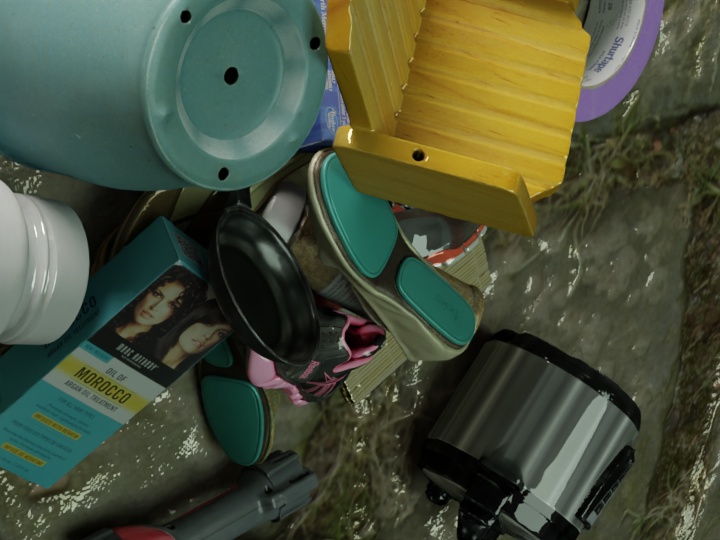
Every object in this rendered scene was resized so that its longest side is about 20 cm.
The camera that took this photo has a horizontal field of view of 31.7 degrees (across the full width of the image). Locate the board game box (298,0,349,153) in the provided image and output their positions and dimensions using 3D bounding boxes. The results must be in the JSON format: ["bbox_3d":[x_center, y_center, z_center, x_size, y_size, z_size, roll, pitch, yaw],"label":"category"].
[{"bbox_3d":[0.024,-0.184,0.947,0.199,0.043,0.201,-1,84,-45],"label":"board game box"}]

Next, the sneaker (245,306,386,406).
[{"bbox_3d":[-0.022,0.062,0.994,0.200,0.095,0.079,25,58,-76],"label":"sneaker"}]

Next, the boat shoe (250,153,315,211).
[{"bbox_3d":[-0.071,-0.106,0.937,0.200,0.073,0.063,-50,135,-15],"label":"boat shoe"}]

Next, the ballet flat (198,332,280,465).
[{"bbox_3d":[-0.096,0.065,0.998,0.071,0.071,0.201,-36,130,-29],"label":"ballet flat"}]

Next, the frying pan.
[{"bbox_3d":[-0.081,-0.021,0.838,0.191,0.031,0.115,64,21,2],"label":"frying pan"}]

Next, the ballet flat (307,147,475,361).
[{"bbox_3d":[0.008,-0.004,0.922,0.070,0.069,0.200,-49,119,-19],"label":"ballet flat"}]

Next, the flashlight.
[{"bbox_3d":[-0.132,0.205,1.015,0.200,0.068,0.068,-25,152,-38],"label":"flashlight"}]

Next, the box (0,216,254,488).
[{"bbox_3d":[-0.174,0.059,0.860,0.200,0.049,0.082,-40,135,11],"label":"box"}]

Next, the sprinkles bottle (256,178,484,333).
[{"bbox_3d":[0.000,0.000,0.995,0.200,0.068,0.068,29,86,-19],"label":"sprinkles bottle"}]

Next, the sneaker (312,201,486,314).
[{"bbox_3d":[0.035,-0.040,1.075,0.200,0.077,0.082,-35,123,-31],"label":"sneaker"}]

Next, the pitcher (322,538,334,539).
[{"bbox_3d":[-0.075,0.292,1.089,0.172,0.121,0.200,-68,151,-23],"label":"pitcher"}]

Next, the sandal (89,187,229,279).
[{"bbox_3d":[-0.159,0.004,0.903,0.080,0.054,0.200,-2,130,-42],"label":"sandal"}]

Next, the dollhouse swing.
[{"bbox_3d":[0.073,-0.162,0.825,0.176,0.181,0.201,107,-2,-69],"label":"dollhouse swing"}]

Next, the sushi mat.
[{"bbox_3d":[0.047,0.031,1.161,0.200,0.012,0.096,-40,132,-27],"label":"sushi mat"}]

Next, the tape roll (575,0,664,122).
[{"bbox_3d":[0.193,-0.240,1.153,0.200,0.066,0.201,-20,121,-38],"label":"tape roll"}]

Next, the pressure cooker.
[{"bbox_3d":[0.152,0.179,1.217,0.176,0.178,0.200,41,77,-31],"label":"pressure cooker"}]

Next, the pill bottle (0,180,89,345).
[{"bbox_3d":[-0.270,-0.009,0.749,0.200,0.113,0.114,9,101,-46],"label":"pill bottle"}]

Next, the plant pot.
[{"bbox_3d":[-0.127,-0.137,0.783,0.200,0.188,0.201,-20,120,-39],"label":"plant pot"}]
